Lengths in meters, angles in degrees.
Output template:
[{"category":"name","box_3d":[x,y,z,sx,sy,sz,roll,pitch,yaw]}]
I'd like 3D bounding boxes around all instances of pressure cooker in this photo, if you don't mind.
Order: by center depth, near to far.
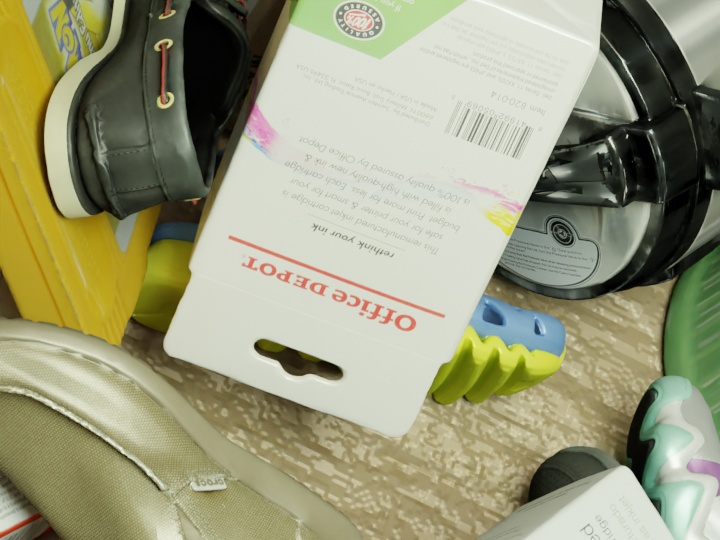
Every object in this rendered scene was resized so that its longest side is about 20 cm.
[{"category":"pressure cooker","box_3d":[0.107,-0.085,1.314,0.200,0.176,0.179,-32,78,-37]}]

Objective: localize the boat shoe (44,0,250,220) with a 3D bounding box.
[{"category":"boat shoe","box_3d":[-0.072,-0.085,1.193,0.063,0.074,0.201,-6,29,13]}]

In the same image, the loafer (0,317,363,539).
[{"category":"loafer","box_3d":[-0.087,0.086,1.128,0.200,0.076,0.067,31,54,-17]}]

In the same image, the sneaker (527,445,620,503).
[{"category":"sneaker","box_3d":[0.079,0.163,1.238,0.082,0.073,0.200,13,61,-21]}]

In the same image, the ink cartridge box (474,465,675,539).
[{"category":"ink cartridge box","box_3d":[0.055,0.190,1.124,0.200,0.083,0.145,-33,92,-35]}]

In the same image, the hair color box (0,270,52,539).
[{"category":"hair color box","box_3d":[-0.193,0.026,1.184,0.101,0.061,0.200,-25,79,-33]}]

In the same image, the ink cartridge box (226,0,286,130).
[{"category":"ink cartridge box","box_3d":[-0.010,-0.172,1.285,0.075,0.200,0.165,9,61,-21]}]

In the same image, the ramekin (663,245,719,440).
[{"category":"ramekin","box_3d":[0.250,0.040,1.365,0.200,0.098,0.200,11,61,-21]}]

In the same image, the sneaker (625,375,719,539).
[{"category":"sneaker","box_3d":[0.194,0.140,1.289,0.140,0.078,0.200,-5,77,-10]}]

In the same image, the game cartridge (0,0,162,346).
[{"category":"game cartridge","box_3d":[-0.118,-0.079,1.188,0.032,0.176,0.200,-8,38,14]}]

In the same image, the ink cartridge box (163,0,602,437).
[{"category":"ink cartridge box","box_3d":[0.006,-0.042,1.183,0.117,0.200,0.067,21,30,-7]}]

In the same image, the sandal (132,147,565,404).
[{"category":"sandal","box_3d":[0.000,0.000,1.275,0.200,0.079,0.087,18,66,-18]}]
